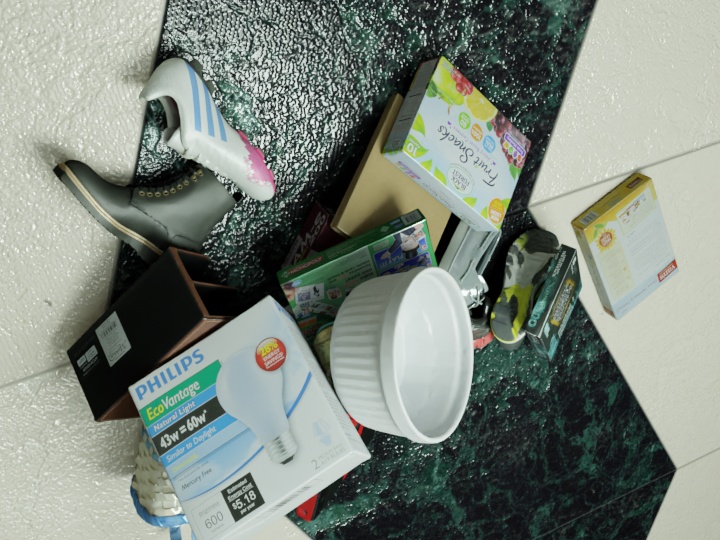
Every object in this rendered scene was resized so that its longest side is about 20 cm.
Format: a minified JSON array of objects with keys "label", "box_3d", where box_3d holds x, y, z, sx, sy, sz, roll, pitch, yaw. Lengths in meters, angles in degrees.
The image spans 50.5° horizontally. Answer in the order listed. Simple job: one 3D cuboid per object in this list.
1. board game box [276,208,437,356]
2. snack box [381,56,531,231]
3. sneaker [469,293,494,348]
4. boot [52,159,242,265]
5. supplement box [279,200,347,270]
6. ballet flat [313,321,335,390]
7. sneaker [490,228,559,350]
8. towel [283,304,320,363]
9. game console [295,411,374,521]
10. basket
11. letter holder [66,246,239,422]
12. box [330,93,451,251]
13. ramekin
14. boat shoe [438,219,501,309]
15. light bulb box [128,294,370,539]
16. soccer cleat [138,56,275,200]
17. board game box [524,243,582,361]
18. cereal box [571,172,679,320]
[{"label":"board game box","box_3d":[0.005,0.019,0.979,0.196,0.029,0.136,-24,130,-5]},{"label":"snack box","box_3d":[0.134,-0.164,1.026,0.198,0.052,0.145,33,74,-32]},{"label":"sneaker","box_3d":[0.115,0.083,1.128,0.196,0.071,0.099,-15,136,-21]},{"label":"boot","box_3d":[-0.245,-0.097,0.902,0.139,0.077,0.200,-48,135,-4]},{"label":"supplement box","box_3d":[0.000,0.000,1.056,0.197,0.061,0.110,25,100,-30]},{"label":"ballet flat","box_3d":[-0.016,0.135,1.002,0.070,0.071,0.201,-34,152,-8]},{"label":"sneaker","box_3d":[0.245,0.029,1.164,0.203,0.073,0.085,-61,161,-21]},{"label":"towel","box_3d":[-0.106,0.116,1.041,0.197,0.030,0.148,-30,131,1]},{"label":"game console","box_3d":[-0.022,0.237,1.029,0.177,0.031,0.202,-50,164,-35]},{"label":"basket","box_3d":[-0.230,0.300,1.008,0.136,0.176,0.206,2,100,-26]},{"label":"letter holder","box_3d":[-0.231,0.082,0.937,0.199,0.102,0.141,-41,158,18]},{"label":"box","box_3d":[0.060,-0.104,1.020,0.162,0.021,0.204,34,73,-32]},{"label":"ramekin","box_3d":[0.049,0.099,0.915,0.198,0.103,0.206,6,83,-56]},{"label":"boat shoe","box_3d":[0.146,0.013,1.075,0.070,0.070,0.204,70,41,-61]},{"label":"light bulb box","box_3d":[-0.124,0.175,0.874,0.196,0.202,0.125,-32,161,-2]},{"label":"soccer cleat","box_3d":[-0.181,-0.149,0.899,0.087,0.069,0.202,-48,117,-25]},{"label":"board game box","box_3d":[0.294,0.054,1.153,0.138,0.028,0.200,-65,157,-7]},{"label":"cereal box","box_3d":[0.438,-0.036,1.255,0.142,0.040,0.202,-35,121,-8]}]
